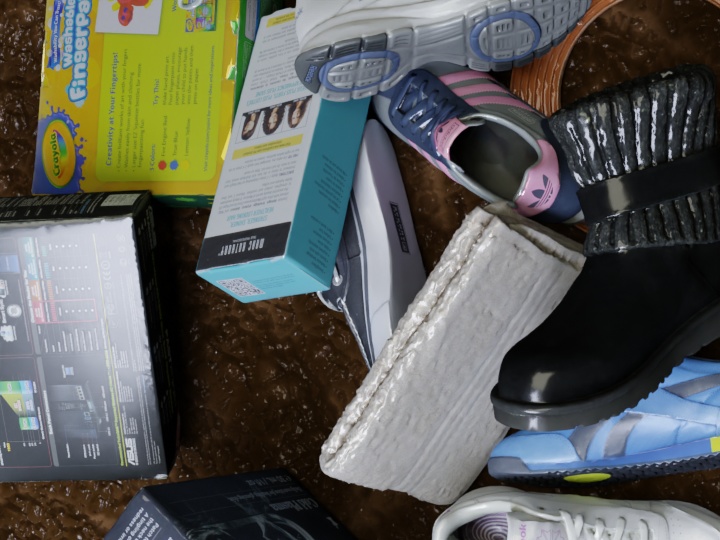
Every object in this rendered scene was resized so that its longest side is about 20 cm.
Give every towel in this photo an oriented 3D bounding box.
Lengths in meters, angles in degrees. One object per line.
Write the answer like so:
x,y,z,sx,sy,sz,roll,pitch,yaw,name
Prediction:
0.065,0.056,0.874,0.201,0.132,0.034,-57,46,11,towel

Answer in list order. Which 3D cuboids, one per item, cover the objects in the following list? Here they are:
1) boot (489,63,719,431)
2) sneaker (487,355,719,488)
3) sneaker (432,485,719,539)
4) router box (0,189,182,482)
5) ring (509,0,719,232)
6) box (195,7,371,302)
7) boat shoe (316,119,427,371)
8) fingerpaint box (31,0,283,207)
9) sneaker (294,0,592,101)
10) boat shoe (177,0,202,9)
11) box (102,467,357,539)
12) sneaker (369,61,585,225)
0.139,-0.017,0.803,0.079,0.210,0.160,6,120,53,boot
0.173,0.089,0.868,0.198,0.066,0.080,-13,71,21,sneaker
0.137,0.177,0.855,0.197,0.099,0.076,1,85,22,sneaker
-0.212,0.048,0.975,0.148,0.062,0.203,-2,110,5,router box
0.189,-0.116,0.893,0.198,0.019,0.204,-1,87,24,ring
-0.044,-0.083,0.926,0.082,0.049,0.202,-9,59,40,box
0.000,0.000,0.939,0.067,0.072,0.203,-18,75,24,boat shoe
-0.145,-0.149,1.010,0.165,0.073,0.203,1,85,23,fingerpaint box
0.050,-0.173,0.885,0.197,0.075,0.088,-9,62,-7,sneaker
-0.121,-0.215,0.925,0.197,0.073,0.069,8,82,23,boat shoe
-0.058,0.238,0.880,0.196,0.200,0.124,42,102,19,box
0.064,-0.095,0.900,0.199,0.082,0.071,32,109,34,sneaker
